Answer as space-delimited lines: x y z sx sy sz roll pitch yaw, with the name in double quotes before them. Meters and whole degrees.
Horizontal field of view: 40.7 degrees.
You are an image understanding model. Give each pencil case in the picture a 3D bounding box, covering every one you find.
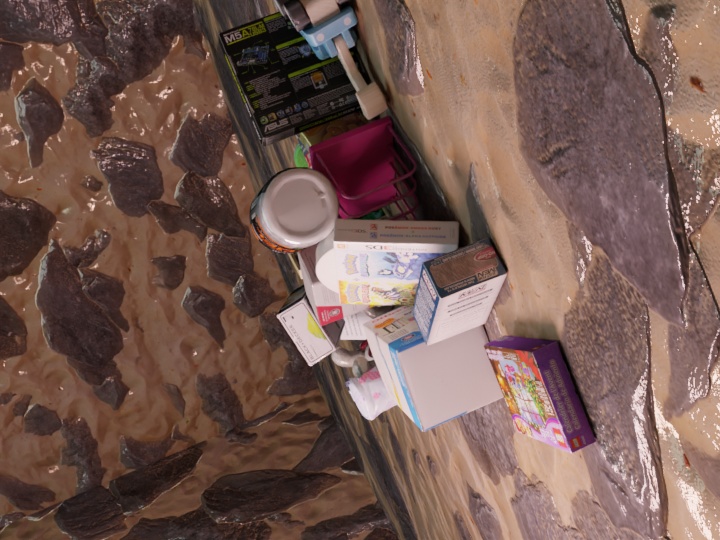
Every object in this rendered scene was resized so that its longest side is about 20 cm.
"pencil case" 0.076 0.187 1.716 0.083 0.200 0.091 63 170 2

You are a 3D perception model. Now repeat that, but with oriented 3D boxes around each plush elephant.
"plush elephant" 0.056 0.114 1.831 0.165 0.200 0.155 -158 70 -77

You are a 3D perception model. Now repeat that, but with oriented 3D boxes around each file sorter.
"file sorter" 0.014 -0.118 1.568 0.200 0.139 0.125 83 160 -56

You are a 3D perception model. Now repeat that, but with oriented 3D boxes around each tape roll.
"tape roll" 0.028 -0.015 1.553 0.203 0.203 0.037 87 -179 -61

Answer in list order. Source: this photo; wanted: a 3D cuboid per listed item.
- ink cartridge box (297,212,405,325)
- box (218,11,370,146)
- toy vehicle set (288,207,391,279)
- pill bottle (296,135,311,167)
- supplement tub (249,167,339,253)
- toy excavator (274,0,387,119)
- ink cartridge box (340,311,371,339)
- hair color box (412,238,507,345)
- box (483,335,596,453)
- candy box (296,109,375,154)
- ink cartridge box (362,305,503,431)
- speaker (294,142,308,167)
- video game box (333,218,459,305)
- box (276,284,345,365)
"ink cartridge box" 0.000 0.000 1.713 0.148 0.200 0.086 83 162 -56
"box" -0.103 -0.325 1.568 0.048 0.200 0.193 111 135 -77
"toy vehicle set" -0.042 -0.072 1.788 0.027 0.200 0.124 78 165 -49
"pill bottle" -0.067 -0.279 1.705 0.120 0.120 0.200 134 113 -79
"supplement tub" -0.109 -0.091 1.531 0.200 0.122 0.123 163 85 -77
"toy excavator" -0.033 -0.352 1.506 0.200 0.100 0.194 59 179 -37
"ink cartridge box" -0.014 0.061 1.963 0.041 0.200 0.200 -73 -24 -46
"hair color box" 0.135 0.034 1.364 0.200 0.100 0.061 95 153 -68
"box" 0.233 0.159 1.287 0.200 0.039 0.137 168 80 -80
"candy box" -0.067 -0.272 1.614 0.200 0.115 0.055 54 170 4
"ink cartridge box" 0.113 0.141 1.567 0.200 0.147 0.145 -150 38 -73
"speaker" -0.077 -0.216 1.993 0.200 0.088 0.089 -132 22 -62
"video game box" 0.054 -0.009 1.473 0.200 0.182 0.047 86 -171 -61
"box" -0.090 0.094 1.845 0.117 0.060 0.200 58 -170 -6
